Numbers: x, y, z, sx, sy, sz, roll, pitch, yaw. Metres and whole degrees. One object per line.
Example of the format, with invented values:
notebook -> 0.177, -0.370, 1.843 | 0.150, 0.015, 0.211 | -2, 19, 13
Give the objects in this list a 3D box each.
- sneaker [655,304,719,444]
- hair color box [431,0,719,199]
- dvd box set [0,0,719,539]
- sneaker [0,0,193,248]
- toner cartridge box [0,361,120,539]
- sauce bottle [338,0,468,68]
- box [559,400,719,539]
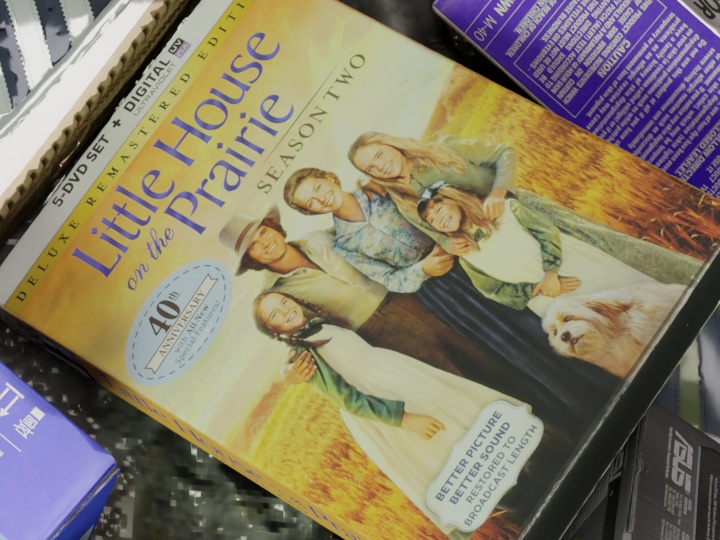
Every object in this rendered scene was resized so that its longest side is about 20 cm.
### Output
sneaker -> 0.095, 0.028, 0.888 | 0.200, 0.067, 0.090 | 31, 51, 4
hair color box -> 0.129, -0.053, 0.895 | 0.200, 0.065, 0.109 | 43, 25, 4
dvd box set -> 0.000, 0.000, 0.830 | 0.200, 0.029, 0.147 | 31, 76, 26
sneaker -> -0.128, -0.081, 0.868 | 0.108, 0.070, 0.200 | 37, 68, 0
toner cartridge box -> -0.165, 0.022, 0.804 | 0.200, 0.095, 0.043 | 40, 65, 4
sauce bottle -> -0.010, -0.144, 0.924 | 0.064, 0.065, 0.201 | -13, 71, -18
box -> 0.124, 0.136, 0.754 | 0.158, 0.048, 0.200 | 34, 25, -8
